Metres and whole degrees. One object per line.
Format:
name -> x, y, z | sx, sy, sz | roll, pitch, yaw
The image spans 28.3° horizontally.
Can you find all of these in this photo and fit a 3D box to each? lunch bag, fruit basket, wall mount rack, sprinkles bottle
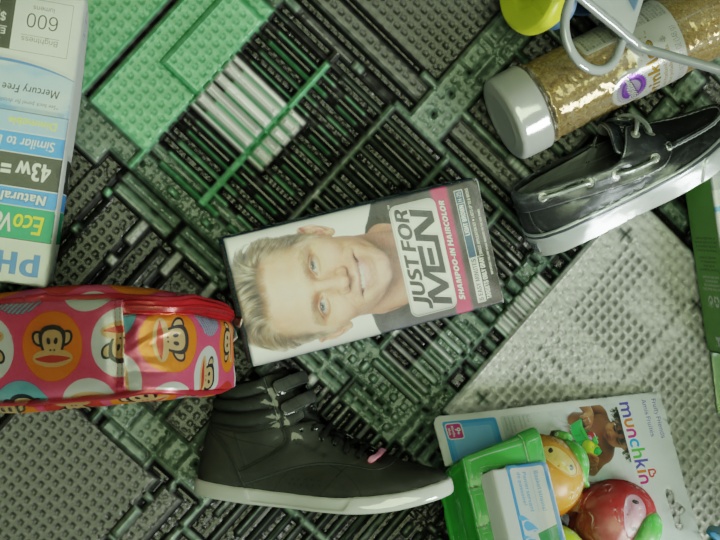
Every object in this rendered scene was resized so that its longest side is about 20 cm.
lunch bag -> -0.187, 0.058, 1.001 | 0.198, 0.176, 0.083 | -2, 84, 12
fruit basket -> 0.167, 0.187, 1.085 | 0.198, 0.094, 0.187 | -5, 68, -14
wall mount rack -> 0.231, -0.225, 1.064 | 0.173, 0.074, 0.201 | 31, 68, -27
sprinkles bottle -> 0.195, -0.160, 1.111 | 0.199, 0.068, 0.069 | -27, 96, -8

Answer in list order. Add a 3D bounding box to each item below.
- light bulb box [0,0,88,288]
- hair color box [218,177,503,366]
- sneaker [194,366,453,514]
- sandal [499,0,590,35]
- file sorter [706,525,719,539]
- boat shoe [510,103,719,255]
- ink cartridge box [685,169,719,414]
light bulb box -> -0.299, -0.099, 1.001 | 0.196, 0.125, 0.202 | 7, 90, -10
hair color box -> 0.000, 0.000, 1.088 | 0.198, 0.061, 0.101 | -14, 94, -8
sneaker -> -0.029, 0.123, 1.059 | 0.198, 0.071, 0.100 | 2, 92, 15
sandal -> 0.154, -0.276, 1.104 | 0.087, 0.079, 0.202 | 5, 87, -39
file sorter -> 0.357, 0.135, 1.037 | 0.122, 0.138, 0.201 | 34, 73, -33
boat shoe -> 0.208, -0.088, 1.110 | 0.199, 0.072, 0.068 | -28, 115, 0
ink cartridge box -> 0.329, 0.012, 1.144 | 0.103, 0.059, 0.202 | -9, 94, -9
